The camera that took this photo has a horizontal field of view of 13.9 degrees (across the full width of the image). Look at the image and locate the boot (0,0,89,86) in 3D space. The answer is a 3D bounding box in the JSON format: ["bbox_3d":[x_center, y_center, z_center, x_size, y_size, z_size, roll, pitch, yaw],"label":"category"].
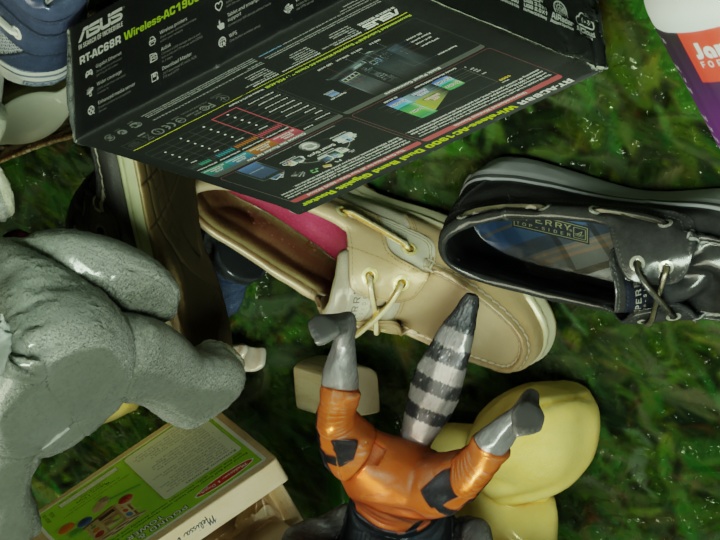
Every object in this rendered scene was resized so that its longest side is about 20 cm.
[{"bbox_3d":[-0.183,-0.189,1.401,0.200,0.073,0.090,56,159,11],"label":"boot"}]

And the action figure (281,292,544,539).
[{"bbox_3d":[0.047,0.117,1.432,0.200,0.105,0.194,15,133,5],"label":"action figure"}]

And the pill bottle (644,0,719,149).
[{"bbox_3d":[0.192,-0.092,1.239,0.112,0.112,0.200,-15,115,40],"label":"pill bottle"}]

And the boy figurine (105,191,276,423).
[{"bbox_3d":[-0.111,0.029,1.572,0.124,0.064,0.200,25,140,-11],"label":"boy figurine"}]

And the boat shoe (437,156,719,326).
[{"bbox_3d":[0.128,-0.005,1.383,0.200,0.066,0.070,16,131,23],"label":"boat shoe"}]

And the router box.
[{"bbox_3d":[-0.012,-0.100,1.336,0.200,0.062,0.150,-24,152,37],"label":"router box"}]

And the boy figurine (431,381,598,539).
[{"bbox_3d":[0.061,0.125,1.525,0.124,0.064,0.200,50,137,30],"label":"boy figurine"}]

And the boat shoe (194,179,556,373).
[{"bbox_3d":[0.000,0.000,1.470,0.200,0.069,0.074,30,136,11],"label":"boat shoe"}]

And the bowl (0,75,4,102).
[{"bbox_3d":[-0.234,-0.075,1.448,0.108,0.200,0.200,8,132,-1],"label":"bowl"}]

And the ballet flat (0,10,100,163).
[{"bbox_3d":[-0.190,-0.085,1.533,0.200,0.065,0.071,-21,113,43],"label":"ballet flat"}]

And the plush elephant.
[{"bbox_3d":[-0.179,0.017,1.363,0.155,0.165,0.200,50,178,31],"label":"plush elephant"}]

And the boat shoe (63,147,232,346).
[{"bbox_3d":[-0.114,-0.018,1.437,0.065,0.073,0.200,-3,114,18],"label":"boat shoe"}]

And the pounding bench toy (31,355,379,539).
[{"bbox_3d":[-0.047,0.157,1.542,0.156,0.200,0.124,60,168,-21],"label":"pounding bench toy"}]
